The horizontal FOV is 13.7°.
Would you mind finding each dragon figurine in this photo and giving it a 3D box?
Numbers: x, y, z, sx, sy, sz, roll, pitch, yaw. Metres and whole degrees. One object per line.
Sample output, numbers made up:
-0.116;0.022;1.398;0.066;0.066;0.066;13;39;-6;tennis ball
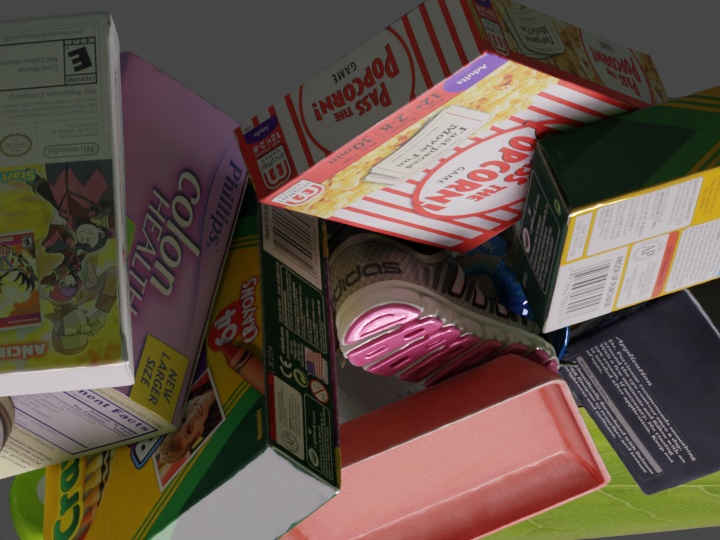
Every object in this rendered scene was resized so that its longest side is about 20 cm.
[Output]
0.103;0.016;1.769;0.099;0.059;0.200;29;143;-3;dragon figurine

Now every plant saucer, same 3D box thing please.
0.035;0.117;1.722;0.198;0.037;0.200;-23;157;4;plant saucer

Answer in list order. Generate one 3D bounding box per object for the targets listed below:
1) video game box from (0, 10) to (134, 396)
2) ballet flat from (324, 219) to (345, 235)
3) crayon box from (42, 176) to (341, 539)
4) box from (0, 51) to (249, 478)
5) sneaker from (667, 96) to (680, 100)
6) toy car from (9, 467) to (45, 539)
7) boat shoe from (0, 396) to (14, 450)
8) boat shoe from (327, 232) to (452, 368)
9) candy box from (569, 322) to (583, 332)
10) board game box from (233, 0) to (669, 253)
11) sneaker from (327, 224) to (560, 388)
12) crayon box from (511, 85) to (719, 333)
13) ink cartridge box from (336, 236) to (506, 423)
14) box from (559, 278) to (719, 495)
-0.211;-0.027;1.454;0.198;0.184;0.047;-4;160;3;video game box
-0.008;-0.053;1.693;0.198;0.074;0.073;-1;168;-3;ballet flat
-0.091;0.074;1.565;0.058;0.201;0.172;34;122;-31;crayon box
-0.169;0.004;1.585;0.096;0.177;0.199;33;148;-32;box
0.142;-0.056;1.749;0.086;0.078;0.200;9;155;-19;sneaker
-0.102;0.125;1.756;0.198;0.159;0.165;-1;151;-4;toy car
-0.221;0.106;1.535;0.074;0.069;0.200;14;153;2;boat shoe
0.000;0.000;1.740;0.062;0.074;0.200;10;-144;25;boat shoe
0.118;0.021;1.889;0.200;0.026;0.102;-36;-165;25;candy box
0.053;-0.076;1.560;0.151;0.047;0.200;-32;156;27;board game box
0.044;0.020;1.686;0.074;0.088;0.199;-33;149;24;sneaker
0.186;-0.044;1.610;0.199;0.052;0.126;-16;151;-14;crayon box
0.016;0.051;1.872;0.067;0.200;0.116;44;158;-10;ink cartridge box
0.250;0.022;1.817;0.196;0.118;0.200;-37;-178;-25;box
